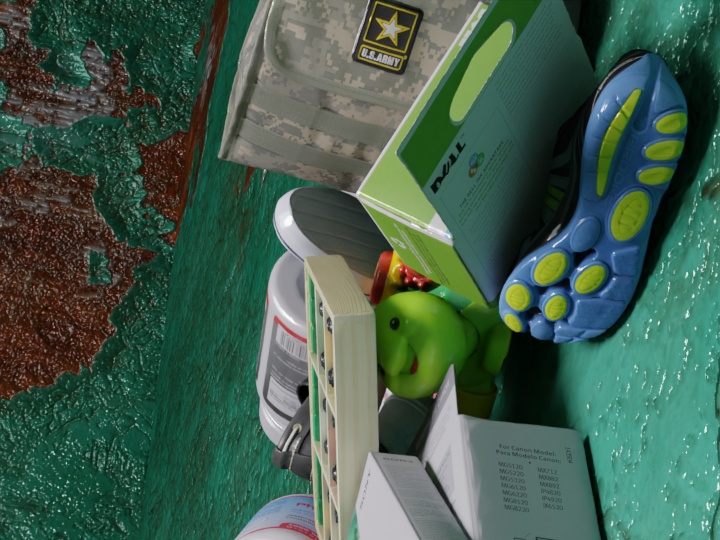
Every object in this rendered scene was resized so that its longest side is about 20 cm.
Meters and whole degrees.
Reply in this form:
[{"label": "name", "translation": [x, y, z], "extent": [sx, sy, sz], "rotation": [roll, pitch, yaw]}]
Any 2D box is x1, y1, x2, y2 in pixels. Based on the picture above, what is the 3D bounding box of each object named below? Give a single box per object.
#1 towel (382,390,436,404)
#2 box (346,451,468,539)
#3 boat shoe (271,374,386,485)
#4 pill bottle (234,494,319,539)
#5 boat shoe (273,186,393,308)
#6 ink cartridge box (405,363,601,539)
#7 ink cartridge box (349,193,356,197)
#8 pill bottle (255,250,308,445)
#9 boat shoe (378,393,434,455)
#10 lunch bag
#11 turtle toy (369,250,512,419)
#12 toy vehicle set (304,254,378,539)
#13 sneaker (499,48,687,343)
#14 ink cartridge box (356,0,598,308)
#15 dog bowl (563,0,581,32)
[{"label": "towel", "translation": [0.017, 0.133, 1.241], "extent": [0.201, 0.030, 0.146], "rotation": [-62, 22, 20]}, {"label": "box", "translation": [0.024, 0.206, 0.871], "extent": [0.200, 0.036, 0.145], "rotation": [-126, 48, -71]}, {"label": "boat shoe", "translation": [-0.013, 0.085, 1.176], "extent": [0.200, 0.067, 0.072], "rotation": [-68, -16, -52]}, {"label": "pill bottle", "translation": [-0.057, 0.253, 1.319], "extent": [0.200, 0.108, 0.109], "rotation": [-35, -43, -82]}, {"label": "boat shoe", "translation": [0.000, 0.000, 1.144], "extent": [0.067, 0.200, 0.074], "rotation": [-31, 51, 34]}, {"label": "ink cartridge box", "translation": [0.069, 0.187, 0.951], "extent": [0.176, 0.083, 0.200], "rotation": [-94, 19, -44]}, {"label": "ink cartridge box", "translation": [0.046, -0.107, 1.278], "extent": [0.145, 0.083, 0.201], "rotation": [-146, 67, -76]}, {"label": "pill bottle", "translation": [-0.036, 0.075, 1.400], "extent": [0.200, 0.113, 0.114], "rotation": [102, 170, -50]}, {"label": "boat shoe", "translation": [0.022, 0.175, 1.110], "extent": [0.068, 0.072, 0.201], "rotation": [-37, -30, -39]}, {"label": "lunch bag", "translation": [0.007, -0.146, 1.041], "extent": [0.200, 0.163, 0.118], "rotation": [117, 164, -53]}, {"label": "turtle toy", "translation": [0.056, 0.025, 1.039], "extent": [0.200, 0.101, 0.146], "rotation": [-78, 3, -68]}, {"label": "toy vehicle set", "translation": [-0.012, 0.103, 1.008], "extent": [0.124, 0.026, 0.201], "rotation": [-122, 28, -71]}, {"label": "sneaker", "translation": [0.138, -0.038, 0.897], "extent": [0.083, 0.070, 0.200], "rotation": [-71, 1, -56]}, {"label": "ink cartridge box", "translation": [0.062, -0.090, 0.892], "extent": [0.148, 0.076, 0.200], "rotation": [-57, -30, -11]}, {"label": "dog bowl", "translation": [0.111, -0.169, 1.107], "extent": [0.200, 0.058, 0.201], "rotation": [-170, 90, -76]}]
